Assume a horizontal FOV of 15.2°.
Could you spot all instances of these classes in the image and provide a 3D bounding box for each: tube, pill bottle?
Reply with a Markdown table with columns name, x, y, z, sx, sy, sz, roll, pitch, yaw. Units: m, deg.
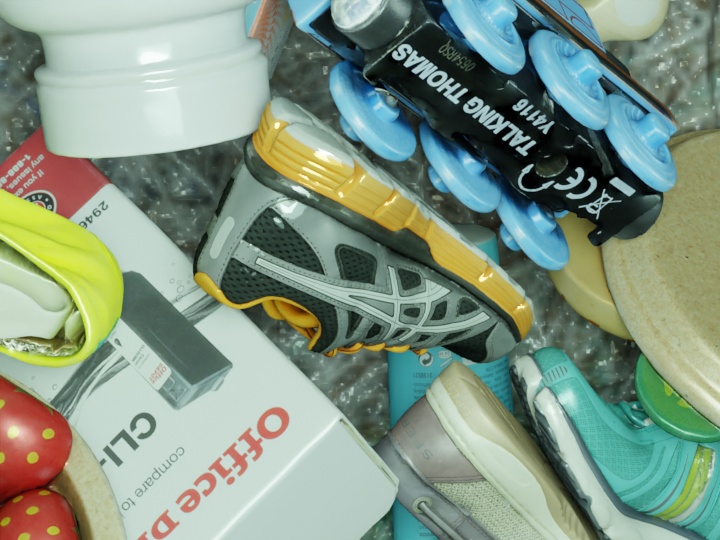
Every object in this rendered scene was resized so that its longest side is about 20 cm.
| name | x | y | z | sx | sy | sz | roll | pitch | yaw |
| --- | --- | --- | --- | --- | --- | --- | --- | --- | --- |
| tube | 0.042 | 0.082 | 1.199 | 0.077 | 0.050 | 0.201 | -8 | 102 | -18 |
| pill bottle | -0.091 | -0.150 | 1.028 | 0.119 | 0.120 | 0.201 | -9 | 102 | -12 |

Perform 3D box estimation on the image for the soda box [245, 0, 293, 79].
| name | x | y | z | sx | sy | sz | roll | pitch | yaw |
| --- | --- | --- | --- | --- | --- | --- | --- | --- | --- |
| soda box | -0.036 | -0.177 | 1.111 | 0.063 | 0.068 | 0.201 | 25 | 103 | 8 |

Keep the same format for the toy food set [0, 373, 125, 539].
| name | x | y | z | sx | sy | sz | roll | pitch | yaw |
| --- | --- | --- | --- | --- | --- | --- | --- | --- | --- |
| toy food set | -0.183 | 0.121 | 0.985 | 0.197 | 0.049 | 0.201 | 2 | 68 | 8 |

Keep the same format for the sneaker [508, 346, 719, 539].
| name | x | y | z | sx | sy | sz | roll | pitch | yaw |
| --- | --- | --- | --- | --- | --- | --- | --- | --- | --- |
| sneaker | 0.136 | 0.080 | 1.180 | 0.080 | 0.078 | 0.200 | -42 | 132 | 14 |

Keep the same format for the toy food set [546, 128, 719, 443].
| name | x | y | z | sx | sy | sz | roll | pitch | yaw |
| --- | --- | --- | --- | --- | --- | --- | --- | --- | --- |
| toy food set | 0.188 | 0.019 | 1.170 | 0.199 | 0.049 | 0.198 | -11 | 56 | -34 |

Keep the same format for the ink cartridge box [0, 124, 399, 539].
| name | x | y | z | sx | sy | sz | roll | pitch | yaw |
| --- | --- | --- | --- | --- | --- | --- | --- | --- | --- |
| ink cartridge box | -0.104 | 0.062 | 1.085 | 0.144 | 0.084 | 0.200 | -44 | 61 | -4 |

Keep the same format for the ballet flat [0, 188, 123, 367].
| name | x | y | z | sx | sy | sz | roll | pitch | yaw |
| --- | --- | --- | --- | --- | --- | --- | --- | --- | --- |
| ballet flat | -0.179 | -0.017 | 1.003 | 0.199 | 0.067 | 0.067 | 24 | 117 | -15 |

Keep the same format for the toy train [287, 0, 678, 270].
| name | x | y | z | sx | sy | sz | roll | pitch | yaw |
| --- | --- | --- | --- | --- | --- | --- | --- | --- | --- |
| toy train | 0.052 | -0.083 | 1.088 | 0.087 | 0.115 | 0.200 | -36 | 137 | 22 |

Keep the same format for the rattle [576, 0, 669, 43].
| name | x | y | z | sx | sy | sz | roll | pitch | yaw |
| --- | --- | --- | --- | --- | --- | --- | --- | --- | --- |
| rattle | 0.063 | -0.155 | 1.130 | 0.199 | 0.143 | 0.131 | 17 | 111 | -20 |

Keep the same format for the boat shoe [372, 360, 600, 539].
| name | x | y | z | sx | sy | sz | roll | pitch | yaw |
| --- | --- | --- | --- | --- | --- | --- | --- | --- | --- |
| boat shoe | 0.062 | 0.114 | 1.158 | 0.065 | 0.072 | 0.200 | -31 | 138 | 5 |

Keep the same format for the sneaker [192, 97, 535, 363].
| name | x | y | z | sx | sy | sz | roll | pitch | yaw |
| --- | --- | --- | --- | --- | --- | --- | --- | --- | --- |
| sneaker | 0.000 | 0.000 | 1.078 | 0.077 | 0.078 | 0.200 | -53 | 142 | 3 |
